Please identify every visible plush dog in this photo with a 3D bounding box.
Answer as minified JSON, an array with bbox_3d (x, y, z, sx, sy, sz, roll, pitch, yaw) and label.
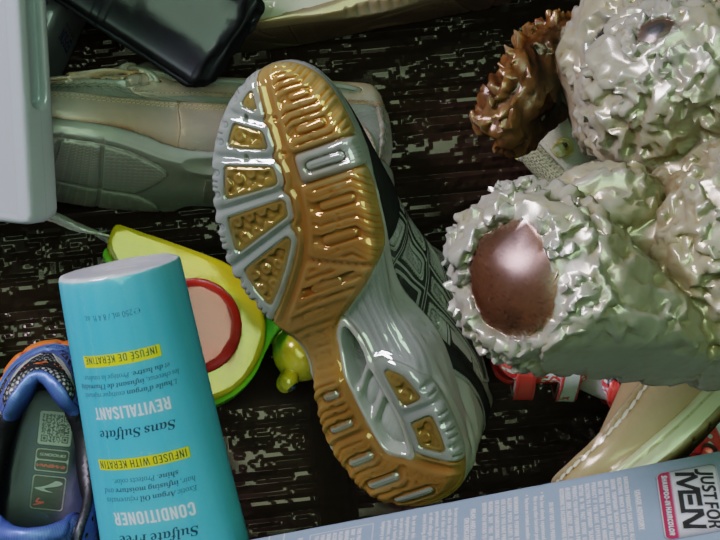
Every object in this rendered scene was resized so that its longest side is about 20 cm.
[{"bbox_3d":[0.134,-0.048,0.675,0.199,0.160,0.172,-22,60,22],"label":"plush dog"}]

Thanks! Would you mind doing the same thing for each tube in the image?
[{"bbox_3d":[-0.081,0.095,0.762,0.077,0.050,0.201,-9,99,15],"label":"tube"}]

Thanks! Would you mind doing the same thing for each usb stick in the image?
[{"bbox_3d":[-0.134,-0.150,0.785,0.200,0.033,0.056,33,90,-1],"label":"usb stick"}]

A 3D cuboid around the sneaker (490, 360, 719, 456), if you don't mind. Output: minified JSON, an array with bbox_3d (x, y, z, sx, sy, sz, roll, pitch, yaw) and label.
[{"bbox_3d":[0.123,0.049,0.819,0.108,0.067,0.202,-27,82,-4],"label":"sneaker"}]

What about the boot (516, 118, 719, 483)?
[{"bbox_3d":[0.107,-0.008,0.762,0.155,0.072,0.200,40,76,8],"label":"boot"}]

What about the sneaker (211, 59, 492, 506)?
[{"bbox_3d":[0.000,0.000,0.795,0.075,0.088,0.201,-12,106,27],"label":"sneaker"}]

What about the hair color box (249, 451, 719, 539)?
[{"bbox_3d":[0.057,0.143,0.705,0.199,0.061,0.099,-12,118,11],"label":"hair color box"}]

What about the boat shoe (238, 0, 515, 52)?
[{"bbox_3d":[0.016,-0.147,0.836,0.199,0.072,0.065,-11,89,2],"label":"boat shoe"}]

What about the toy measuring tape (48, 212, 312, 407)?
[{"bbox_3d":[-0.111,0.016,0.807,0.199,0.074,0.074,19,83,-4],"label":"toy measuring tape"}]

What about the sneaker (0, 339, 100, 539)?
[{"bbox_3d":[-0.141,0.128,0.790,0.075,0.078,0.201,-4,83,0],"label":"sneaker"}]

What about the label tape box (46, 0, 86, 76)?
[{"bbox_3d":[-0.188,-0.157,0.830,0.143,0.066,0.201,24,81,0],"label":"label tape box"}]

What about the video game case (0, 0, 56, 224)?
[{"bbox_3d":[-0.218,-0.118,0.770,0.199,0.024,0.183,7,107,27],"label":"video game case"}]

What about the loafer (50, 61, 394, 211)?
[{"bbox_3d":[-0.082,-0.063,0.823,0.199,0.072,0.063,7,65,-14],"label":"loafer"}]
